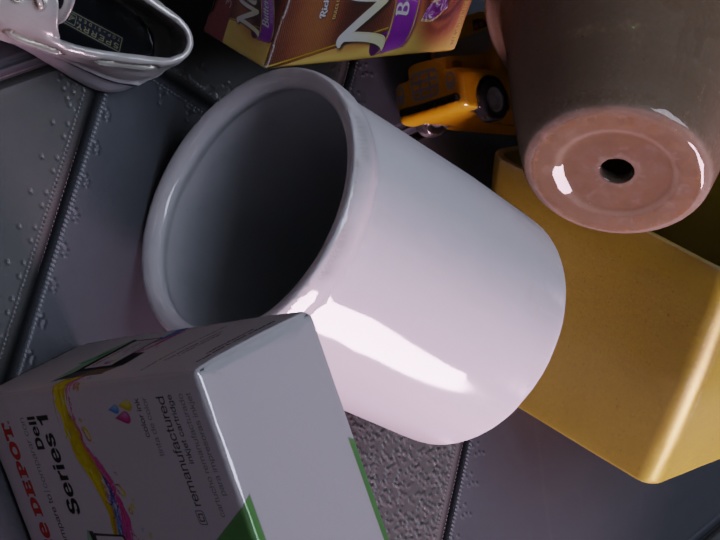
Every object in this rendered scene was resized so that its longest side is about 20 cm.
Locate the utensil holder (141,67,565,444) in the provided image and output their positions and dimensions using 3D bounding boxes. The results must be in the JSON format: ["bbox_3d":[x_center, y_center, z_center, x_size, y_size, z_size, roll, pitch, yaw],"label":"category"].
[{"bbox_3d":[0.000,0.000,1.154,0.200,0.170,0.170,30,63,-40],"label":"utensil holder"}]

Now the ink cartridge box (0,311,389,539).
[{"bbox_3d":[-0.093,0.110,1.017,0.084,0.200,0.145,-27,101,-41],"label":"ink cartridge box"}]

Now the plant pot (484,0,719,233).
[{"bbox_3d":[0.167,-0.123,1.202,0.200,0.200,0.175,43,42,-31],"label":"plant pot"}]

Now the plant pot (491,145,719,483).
[{"bbox_3d":[0.204,0.025,1.324,0.200,0.200,0.177,-14,124,-45],"label":"plant pot"}]

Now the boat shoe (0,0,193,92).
[{"bbox_3d":[-0.179,-0.151,1.072,0.200,0.066,0.072,27,64,-39],"label":"boat shoe"}]

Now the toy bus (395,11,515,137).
[{"bbox_3d":[0.112,-0.132,1.359,0.200,0.065,0.079,0,82,-45],"label":"toy bus"}]

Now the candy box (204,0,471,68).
[{"bbox_3d":[0.003,-0.189,1.176,0.200,0.056,0.117,-13,130,-52],"label":"candy box"}]
